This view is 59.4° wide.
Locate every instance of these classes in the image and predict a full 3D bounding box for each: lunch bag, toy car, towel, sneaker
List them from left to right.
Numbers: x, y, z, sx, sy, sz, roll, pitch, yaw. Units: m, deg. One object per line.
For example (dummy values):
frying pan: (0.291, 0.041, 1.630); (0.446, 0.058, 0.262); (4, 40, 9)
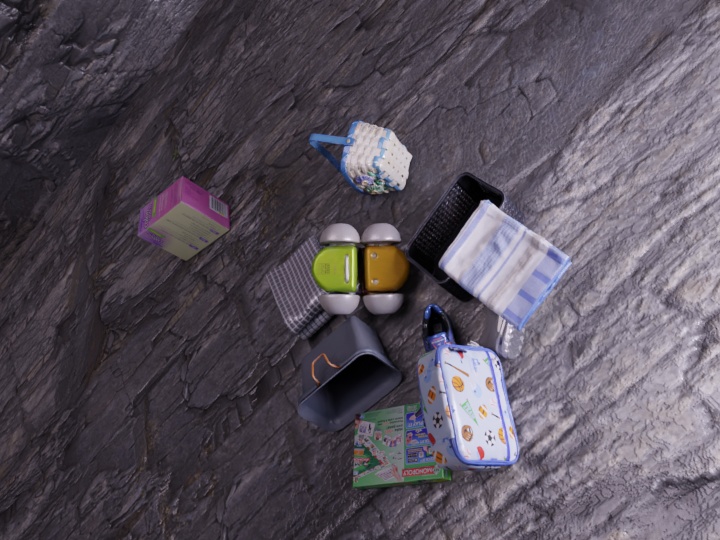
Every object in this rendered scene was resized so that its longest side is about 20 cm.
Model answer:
towel: (-0.120, 0.032, 1.429); (0.166, 0.085, 0.201); (-45, 45, 13)
toy car: (0.000, 0.000, 1.281); (0.195, 0.150, 0.179); (-1, 86, -1)
sneaker: (0.141, 0.147, 1.116); (0.074, 0.079, 0.203); (-19, 53, 7)
lunch bag: (0.175, 0.213, 1.007); (0.075, 0.158, 0.204); (-38, 50, 48)
towel: (0.234, -0.014, 1.056); (0.148, 0.024, 0.200); (-53, 53, 7)
sneaker: (0.247, 0.047, 1.089); (0.081, 0.074, 0.204); (6, 73, 42)

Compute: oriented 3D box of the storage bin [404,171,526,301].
storage bin: (0.196, -0.064, 1.186); (0.201, 0.093, 0.135); (-53, 43, 4)

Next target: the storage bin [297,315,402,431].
storage bin: (-0.039, 0.190, 1.240); (0.199, 0.145, 0.135); (-42, 36, 17)

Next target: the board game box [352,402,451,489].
board game box: (0.071, 0.315, 1.138); (0.197, 0.029, 0.137); (-18, 57, 35)

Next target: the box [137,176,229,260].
box: (-0.505, -0.145, 1.813); (0.198, 0.175, 0.098); (-31, 50, 27)

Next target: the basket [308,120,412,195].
basket: (0.000, -0.251, 1.409); (0.197, 0.176, 0.142); (15, 81, 34)
